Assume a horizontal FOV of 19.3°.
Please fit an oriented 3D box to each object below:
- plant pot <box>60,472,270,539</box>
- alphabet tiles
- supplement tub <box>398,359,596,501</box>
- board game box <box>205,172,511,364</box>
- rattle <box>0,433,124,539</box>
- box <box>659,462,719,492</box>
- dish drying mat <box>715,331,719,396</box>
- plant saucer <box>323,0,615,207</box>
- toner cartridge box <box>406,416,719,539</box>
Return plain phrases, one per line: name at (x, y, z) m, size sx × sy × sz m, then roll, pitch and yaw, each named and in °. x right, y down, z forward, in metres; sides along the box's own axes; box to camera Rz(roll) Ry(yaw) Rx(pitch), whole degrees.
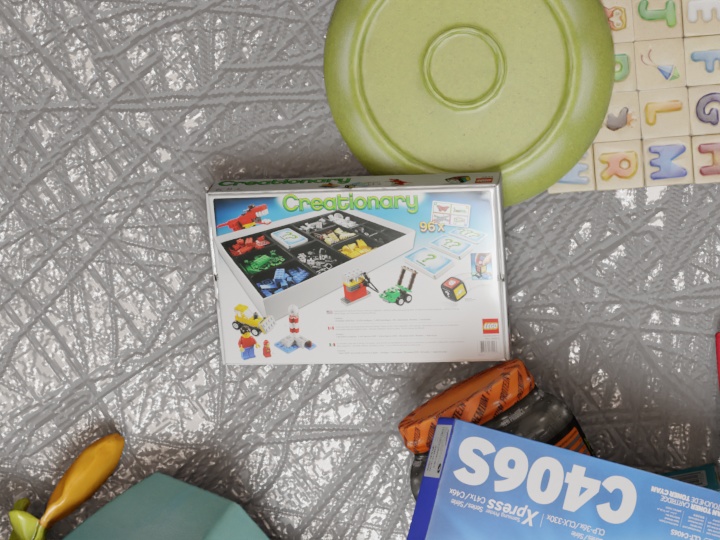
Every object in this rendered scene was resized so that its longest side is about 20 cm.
plant pot at (-0.144, 0.248, 1.417) m, size 0.200 × 0.141 × 0.141 m, roll -53°, pitch 132°, yaw -21°
alphabet tiles at (0.187, -0.139, 1.435) m, size 0.200 × 0.006 × 0.167 m, roll -4°, pitch 97°, yaw 6°
supplement tub at (0.114, 0.169, 1.423) m, size 0.122 × 0.123 × 0.200 m, roll -28°, pitch 93°, yaw 8°
board game box at (0.000, 0.000, 1.440) m, size 0.200 × 0.035 × 0.126 m, roll -1°, pitch 108°, yaw 10°
rattle at (-0.290, 0.151, 1.489) m, size 0.200 × 0.130 × 0.143 m, roll 17°, pitch 88°, yaw 30°
box at (0.242, 0.239, 1.441) m, size 0.049 × 0.082 × 0.200 m, roll -12°, pitch 95°, yaw 8°
dish drying mat at (0.281, 0.138, 1.411) m, size 0.077 × 0.018 × 0.200 m, roll 0°, pitch 70°, yaw -9°
plant saucer at (0.071, -0.137, 1.430) m, size 0.200 × 0.031 × 0.200 m, roll 1°, pitch 98°, yaw 8°
toner cartridge box at (0.136, 0.163, 1.343) m, size 0.200 × 0.043 × 0.095 m, roll 16°, pitch 85°, yaw -12°
